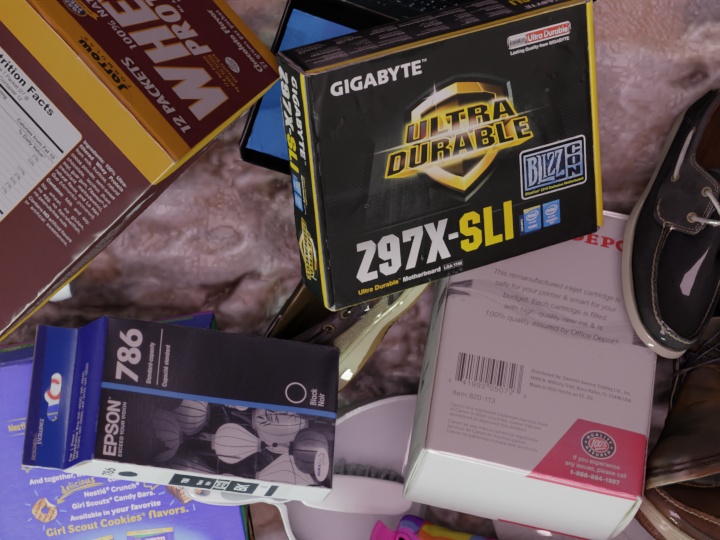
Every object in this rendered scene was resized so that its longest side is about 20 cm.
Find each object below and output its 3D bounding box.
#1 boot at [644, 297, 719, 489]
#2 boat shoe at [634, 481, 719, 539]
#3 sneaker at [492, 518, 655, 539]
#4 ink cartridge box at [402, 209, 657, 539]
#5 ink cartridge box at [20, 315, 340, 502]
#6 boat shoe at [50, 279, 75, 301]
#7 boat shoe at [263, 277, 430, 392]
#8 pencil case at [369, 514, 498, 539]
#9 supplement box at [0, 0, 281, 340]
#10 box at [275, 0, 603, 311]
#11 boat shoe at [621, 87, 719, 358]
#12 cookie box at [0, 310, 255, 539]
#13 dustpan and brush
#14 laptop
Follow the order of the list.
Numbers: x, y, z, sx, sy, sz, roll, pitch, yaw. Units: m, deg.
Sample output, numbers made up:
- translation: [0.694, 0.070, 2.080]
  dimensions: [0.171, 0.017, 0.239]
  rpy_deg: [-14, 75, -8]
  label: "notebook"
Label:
- translation: [0.219, 0.078, 1.512]
  dimensions: [0.074, 0.200, 0.098]
  rpy_deg: [-13, 95, 24]
  label: "boot"
- translation: [0.266, 0.164, 1.554]
  dimensions: [0.201, 0.075, 0.075]
  rpy_deg: [21, 108, -40]
  label: "boat shoe"
- translation: [0.170, 0.211, 1.596]
  dimensions: [0.115, 0.074, 0.201]
  rpy_deg: [-28, 111, 23]
  label: "sneaker"
- translation: [0.116, 0.059, 1.503]
  dimensions: [0.145, 0.083, 0.201]
  rpy_deg: [13, 60, -4]
  label: "ink cartridge box"
- translation: [-0.113, 0.087, 1.475]
  dimensions: [0.198, 0.039, 0.100]
  rpy_deg: [7, 69, -11]
  label: "ink cartridge box"
- translation: [-0.241, -0.076, 1.519]
  dimensions: [0.085, 0.075, 0.204]
  rpy_deg: [-9, 98, -1]
  label: "boat shoe"
- translation: [0.000, 0.000, 1.519]
  dimensions: [0.064, 0.073, 0.201]
  rpy_deg: [19, 115, -29]
  label: "boat shoe"
- translation: [0.103, 0.221, 1.518]
  dimensions: [0.198, 0.088, 0.089]
  rpy_deg: [12, 100, 17]
  label: "pencil case"
- translation: [-0.180, -0.079, 1.357]
  dimensions: [0.133, 0.197, 0.200]
  rpy_deg: [47, 116, -3]
  label: "supplement box"
- translation: [0.052, -0.078, 1.427]
  dimensions: [0.199, 0.049, 0.161]
  rpy_deg: [-16, 119, -21]
  label: "box"
- translation: [0.222, -0.038, 1.496]
  dimensions: [0.072, 0.068, 0.201]
  rpy_deg: [30, 61, -17]
  label: "boat shoe"
- translation: [-0.165, 0.142, 1.559]
  dimensions: [0.170, 0.075, 0.202]
  rpy_deg: [-9, 101, -2]
  label: "cookie box"
- translation: [-0.032, 0.147, 1.541]
  dimensions: [0.198, 0.057, 0.141]
  rpy_deg: [7, 99, -23]
  label: "dustpan and brush"
- translation: [0.046, -0.132, 1.470]
  dimensions: [0.176, 0.200, 0.104]
  rpy_deg: [15, 61, -34]
  label: "laptop"
